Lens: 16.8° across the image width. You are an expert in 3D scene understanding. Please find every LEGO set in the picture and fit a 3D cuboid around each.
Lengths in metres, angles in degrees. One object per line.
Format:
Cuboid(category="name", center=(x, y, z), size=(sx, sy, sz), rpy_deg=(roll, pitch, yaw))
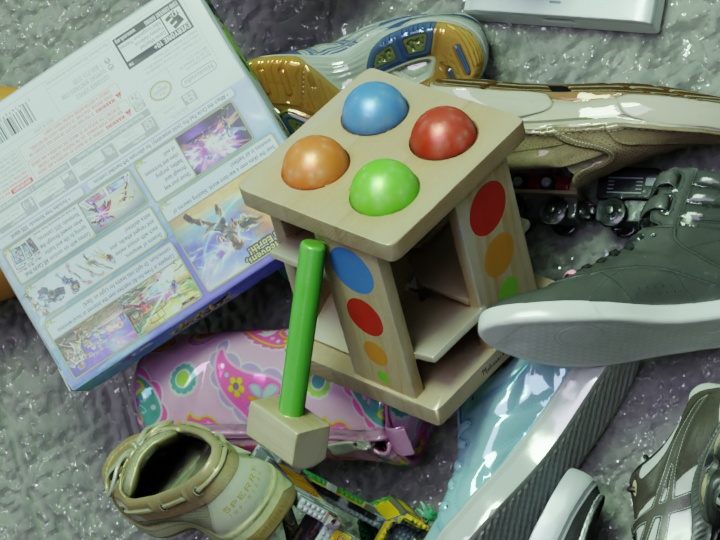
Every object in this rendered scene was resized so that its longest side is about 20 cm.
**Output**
Cuboid(category="LEGO set", center=(-0.036, 0.209, 1.457), size=(0.200, 0.154, 0.116), rpy_deg=(-51, 23, 0))

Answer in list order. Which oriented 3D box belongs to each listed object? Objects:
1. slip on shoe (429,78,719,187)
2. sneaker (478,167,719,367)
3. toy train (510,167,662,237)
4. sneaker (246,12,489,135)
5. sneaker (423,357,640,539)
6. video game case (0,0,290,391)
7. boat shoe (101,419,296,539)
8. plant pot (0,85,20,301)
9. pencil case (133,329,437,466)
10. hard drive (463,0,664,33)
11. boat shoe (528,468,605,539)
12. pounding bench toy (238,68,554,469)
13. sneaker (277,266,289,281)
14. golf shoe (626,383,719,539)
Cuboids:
Cuboid(category="slip on shoe", center=(0.138, -0.082, 1.483), size=(0.198, 0.076, 0.061), rpy_deg=(2, 100, 1))
Cuboid(category="sneaker", center=(0.161, -0.005, 1.431), size=(0.198, 0.071, 0.100), rpy_deg=(-6, 67, -6))
Cuboid(category="toy train", center=(0.110, -0.048, 1.526), size=(0.198, 0.034, 0.046), rpy_deg=(2, 75, 26))
Cuboid(category="sneaker", center=(-0.009, -0.117, 1.575), size=(0.198, 0.088, 0.076), rpy_deg=(-10, 104, 16))
Cuboid(category="sneaker", center=(0.085, 0.107, 1.481), size=(0.082, 0.074, 0.200), rpy_deg=(34, 81, 31))
Cuboid(category="video game case", center=(-0.140, -0.052, 1.530), size=(0.199, 0.045, 0.182), rpy_deg=(-32, 81, 7))
Cuboid(category="boat shoe", center=(-0.110, 0.120, 1.457), size=(0.073, 0.063, 0.200), rpy_deg=(-52, 25, -12))
Cuboid(category="plant pot", center=(-0.288, -0.048, 1.650), size=(0.182, 0.200, 0.202), rpy_deg=(-8, 73, 8))
Cuboid(category="pencil case", center=(-0.045, 0.081, 1.541), size=(0.198, 0.087, 0.088), rpy_deg=(1, 77, 27))
Cuboid(category="hard drive", center=(0.147, -0.256, 1.564), size=(0.131, 0.027, 0.202), rpy_deg=(7, 80, 28))
Cuboid(category="boat shoe", center=(0.116, 0.221, 1.439), size=(0.066, 0.070, 0.201), rpy_deg=(19, 84, 14))
Cuboid(category="pounding bench toy", center=(0.000, 0.000, 1.417), size=(0.124, 0.157, 0.200), rpy_deg=(21, 52, 37))
Cuboid(category="sneaker", center=(-0.071, -0.030, 1.603), size=(0.200, 0.077, 0.080), rpy_deg=(39, 116, 32))
Cuboid(category="golf shoe", center=(0.191, 0.160, 1.420), size=(0.201, 0.077, 0.094), rpy_deg=(-65, 29, 10))
